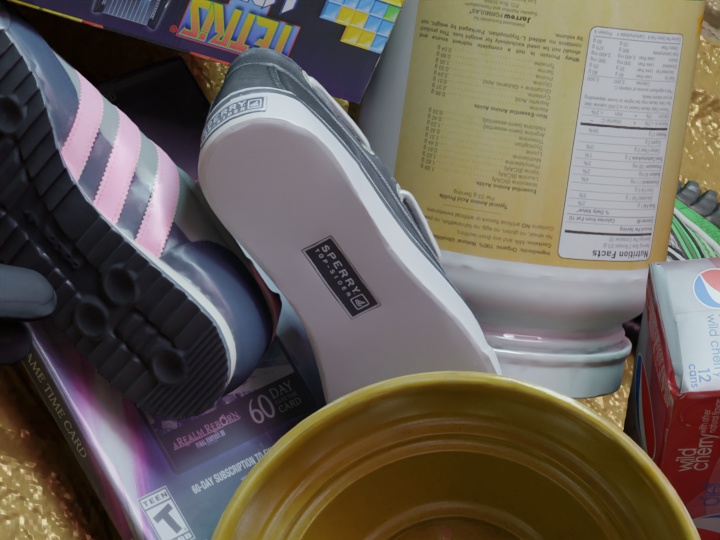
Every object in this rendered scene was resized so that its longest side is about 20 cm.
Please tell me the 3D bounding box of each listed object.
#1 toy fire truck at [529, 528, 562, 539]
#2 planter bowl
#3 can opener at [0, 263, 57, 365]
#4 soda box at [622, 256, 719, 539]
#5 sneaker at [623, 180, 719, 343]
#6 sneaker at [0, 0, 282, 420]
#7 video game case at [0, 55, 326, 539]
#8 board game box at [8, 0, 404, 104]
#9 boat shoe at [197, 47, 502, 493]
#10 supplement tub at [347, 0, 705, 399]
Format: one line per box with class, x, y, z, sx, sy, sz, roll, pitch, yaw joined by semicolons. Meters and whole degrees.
toy fire truck;0.175;0.154;1.109;0.199;0.176;0.129;7;59;-35
planter bowl;0.036;0.141;1.042;0.199;0.083;0.202;0;86;1
can opener;-0.204;0.010;0.962;0.199;0.063;0.079;3;60;-24
soda box;0.151;0.070;1.129;0.070;0.200;0.064;-5;60;-2
sneaker;0.101;-0.024;1.241;0.199;0.078;0.086;31;47;-20
sneaker;-0.107;-0.035;1.039;0.200;0.070;0.082;55;30;0
video game case;-0.077;0.018;1.076;0.143;0.019;0.201;-24;81;-43
board game box;-0.097;-0.147;1.108;0.165;0.057;0.200;16;18;-32
boat shoe;0.000;0.000;1.047;0.200;0.071;0.068;54;22;-29
supplement tub;0.065;-0.057;1.130;0.144;0.144;0.201;0;102;-39
